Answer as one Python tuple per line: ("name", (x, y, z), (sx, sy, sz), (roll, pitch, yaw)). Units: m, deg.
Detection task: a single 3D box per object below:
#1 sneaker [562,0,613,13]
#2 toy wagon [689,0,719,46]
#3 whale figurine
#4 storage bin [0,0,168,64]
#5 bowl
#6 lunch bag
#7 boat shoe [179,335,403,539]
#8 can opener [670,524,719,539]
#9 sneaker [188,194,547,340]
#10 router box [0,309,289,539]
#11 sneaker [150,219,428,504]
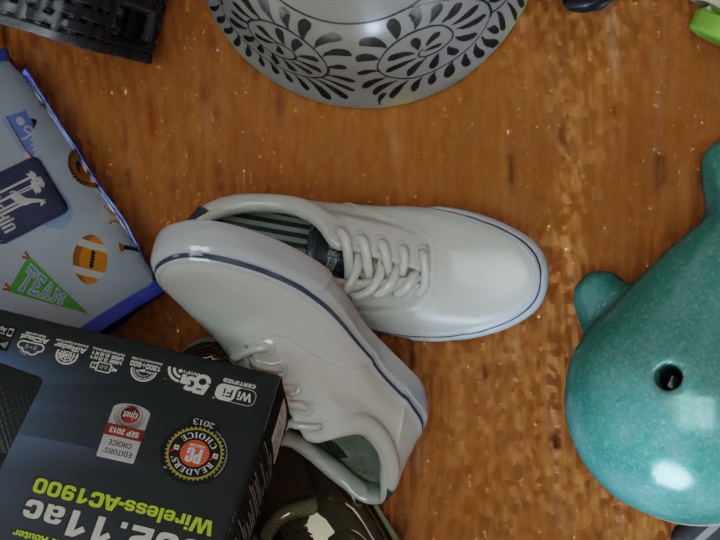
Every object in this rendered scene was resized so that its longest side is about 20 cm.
("sneaker", (0.064, -0.196, 0.713), (0.200, 0.071, 0.098), (37, 56, -19))
("toy wagon", (0.207, -0.195, 0.791), (0.199, 0.040, 0.156), (25, 97, 4))
("whale figurine", (0.179, 0.028, 0.772), (0.158, 0.104, 0.202), (20, 86, 26))
("storage bin", (-0.202, -0.183, 0.791), (0.198, 0.135, 0.095), (18, 97, 7))
("bowl", (-0.003, -0.187, 0.790), (0.198, 0.094, 0.203), (1, 95, 8))
("lunch bag", (-0.229, -0.002, 0.821), (0.199, 0.124, 0.171), (-33, 90, -5))
("boat shoe", (-0.034, 0.120, 0.825), (0.075, 0.075, 0.203), (-42, 88, 8))
("can opener", (0.249, 0.095, 0.792), (0.200, 0.067, 0.053), (-44, 88, 8))
("sneaker", (0.000, 0.000, 0.806), (0.198, 0.071, 0.074), (4, 95, 7))
("router box", (-0.146, 0.103, 0.685), (0.198, 0.062, 0.151), (12, 57, 6))
("sneaker", (-0.031, 0.050, 0.756), (0.073, 0.071, 0.200), (-17, 137, 36))
